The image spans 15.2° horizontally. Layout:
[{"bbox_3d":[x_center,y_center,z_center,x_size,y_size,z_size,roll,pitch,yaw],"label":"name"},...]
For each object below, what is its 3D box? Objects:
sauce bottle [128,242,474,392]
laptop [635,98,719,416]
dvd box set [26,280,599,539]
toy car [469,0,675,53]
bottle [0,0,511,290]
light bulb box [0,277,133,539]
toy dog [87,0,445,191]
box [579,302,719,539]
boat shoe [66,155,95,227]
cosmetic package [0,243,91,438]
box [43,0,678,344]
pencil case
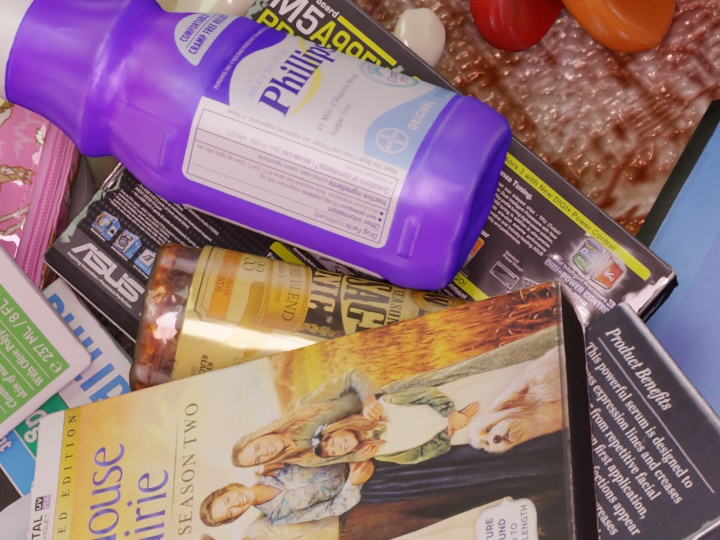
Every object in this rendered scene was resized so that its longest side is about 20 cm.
[{"bbox_3d":[0.016,0.037,1.005,0.199,0.066,0.066,11,54,-2],"label":"sauce bottle"},{"bbox_3d":[0.171,-0.019,1.035,0.103,0.200,0.178,29,67,3],"label":"laptop"},{"bbox_3d":[-0.019,0.089,0.894,0.199,0.029,0.147,-15,48,18],"label":"dvd box set"},{"bbox_3d":[0.074,-0.178,1.191,0.200,0.175,0.150,44,124,12],"label":"toy car"},{"bbox_3d":[-0.046,-0.057,1.013,0.199,0.066,0.084,21,31,9],"label":"bottle"},{"bbox_3d":[-0.123,0.146,1.048,0.200,0.125,0.198,-40,45,-5],"label":"light bulb box"},{"bbox_3d":[-0.055,-0.067,1.183,0.194,0.139,0.200,-41,44,12],"label":"toy dog"},{"bbox_3d":[0.058,0.136,0.937,0.200,0.149,0.107,-33,45,0],"label":"box"},{"bbox_3d":[-0.171,-0.040,1.266,0.072,0.066,0.200,-40,38,-14],"label":"boat shoe"},{"bbox_3d":[-0.218,0.048,1.021,0.200,0.108,0.085,-41,41,-5],"label":"cosmetic package"},{"bbox_3d":[0.000,0.000,1.066,0.200,0.044,0.160,40,89,9],"label":"box"},{"bbox_3d":[-0.153,-0.043,1.140,0.082,0.087,0.201,13,83,1],"label":"pencil case"}]
